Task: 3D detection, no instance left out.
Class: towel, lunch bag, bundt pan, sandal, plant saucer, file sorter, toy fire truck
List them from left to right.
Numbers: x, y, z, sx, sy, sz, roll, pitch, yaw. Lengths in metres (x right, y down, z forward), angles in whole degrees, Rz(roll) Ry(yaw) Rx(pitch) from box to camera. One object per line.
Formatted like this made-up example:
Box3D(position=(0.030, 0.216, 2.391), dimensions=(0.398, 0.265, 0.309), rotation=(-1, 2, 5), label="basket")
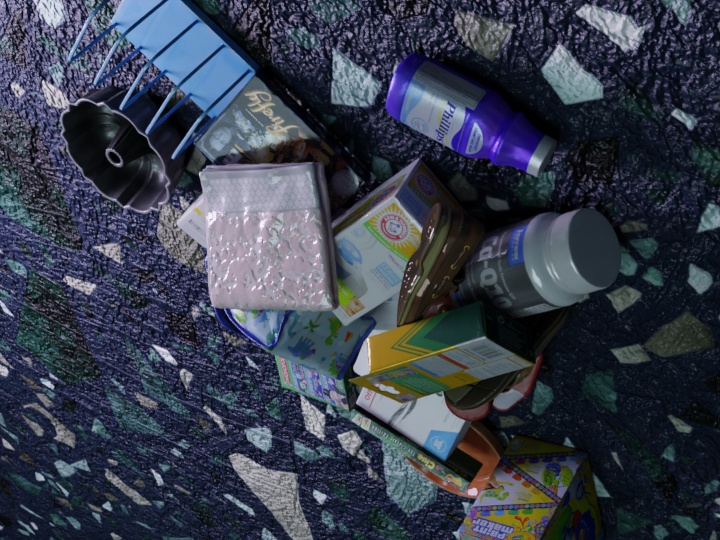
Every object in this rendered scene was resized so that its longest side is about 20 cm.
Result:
Box3D(position=(-0.336, -0.185, 1.774), dimensions=(0.201, 0.076, 0.203), rotation=(24, 141, 21), label="bundt pan")
Box3D(position=(-0.262, -0.268, 1.584), dimensions=(0.200, 0.123, 0.139), rotation=(43, 143, -5), label="file sorter")
Box3D(position=(-0.121, -0.042, 1.557), dimensions=(0.199, 0.032, 0.192), rotation=(1, 101, 35), label="towel")
Box3D(position=(-0.109, 0.049, 1.692), dimensions=(0.200, 0.128, 0.170), rotation=(38, -175, 40), label="lunch bag")
Box3D(position=(0.142, 0.272, 1.879), dimensions=(0.199, 0.032, 0.201), rotation=(24, 141, 21), label="plant saucer")
Box3D(position=(0.161, 0.092, 1.623), dimensions=(0.200, 0.112, 0.168), rotation=(42, 125, -5), label="toy fire truck")
Box3D(position=(0.193, 0.109, 1.556), dimensions=(0.055, 0.200, 0.082), rotation=(45, 179, -43), label="sandal")

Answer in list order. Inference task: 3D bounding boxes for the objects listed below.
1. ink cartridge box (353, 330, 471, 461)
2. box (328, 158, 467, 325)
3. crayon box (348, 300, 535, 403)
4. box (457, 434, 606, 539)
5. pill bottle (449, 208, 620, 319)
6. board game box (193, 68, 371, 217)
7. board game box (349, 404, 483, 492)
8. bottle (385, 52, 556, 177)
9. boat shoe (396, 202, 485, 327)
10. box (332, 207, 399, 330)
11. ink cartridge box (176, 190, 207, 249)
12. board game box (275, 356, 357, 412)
Box3D(position=(0.072, 0.172, 1.773), dimensions=(0.199, 0.067, 0.116), rotation=(31, 124, 14), label="ink cartridge box")
Box3D(position=(0.028, -0.035, 1.557), dimensions=(0.200, 0.101, 0.113), rotation=(-32, 105, 37), label="box")
Box3D(position=(0.098, 0.104, 1.501), dimensions=(0.199, 0.052, 0.126), rotation=(-20, 150, 30), label="crayon box")
Box3D(position=(0.254, 0.386, 1.765), dimensions=(0.121, 0.193, 0.201), rotation=(10, 135, 33), label="box")
Box3D(position=(0.207, -0.005, 1.460), dimensions=(0.199, 0.114, 0.114), rotation=(-19, 115, 49), label="pill bottle")
Box3D(position=(-0.103, -0.146, 1.599), dimensions=(0.200, 0.035, 0.135), rotation=(44, 115, -6), label="board game box")
Box3D(position=(0.084, 0.255, 1.806), dimensions=(0.199, 0.105, 0.024), rotation=(32, 102, 11), label="board game box")
Box3D(position=(0.127, -0.173, 1.393), dimensions=(0.199, 0.065, 0.084), rotation=(30, 142, 12), label="bottle")
Box3D(position=(0.091, 0.006, 1.445), dimensions=(0.067, 0.072, 0.201), rotation=(15, 137, -7), label="boat shoe")
Box3D(position=(0.000, 0.000, 1.713), dimensions=(0.144, 0.036, 0.201), rotation=(1, 130, 41), label="box")
Box3D(position=(-0.173, -0.076, 1.716), dimensions=(0.116, 0.067, 0.200), rotation=(40, 155, -12), label="ink cartridge box")
Box3D(position=(-0.079, 0.129, 1.921), dimensions=(0.134, 0.029, 0.201), rotation=(19, 139, 27), label="board game box")
